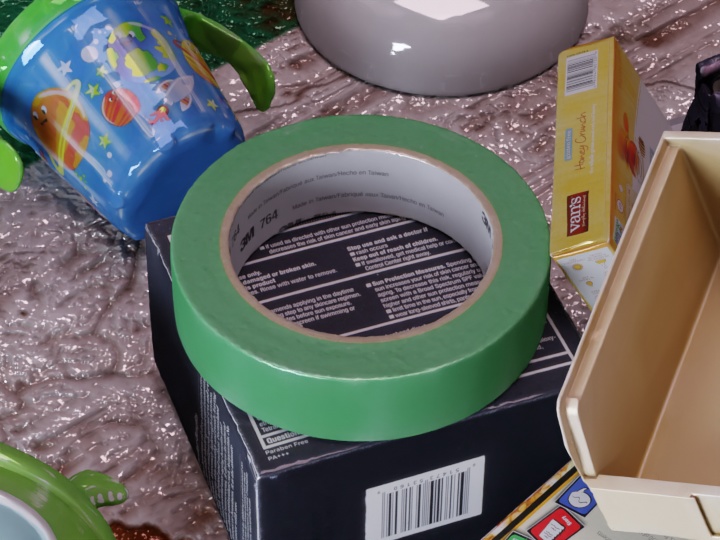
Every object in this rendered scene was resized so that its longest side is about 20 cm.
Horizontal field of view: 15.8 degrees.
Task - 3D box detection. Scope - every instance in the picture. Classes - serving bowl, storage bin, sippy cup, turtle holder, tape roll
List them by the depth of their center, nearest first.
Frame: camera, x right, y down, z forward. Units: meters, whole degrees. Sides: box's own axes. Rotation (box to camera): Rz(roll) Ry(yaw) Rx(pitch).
[{"bbox_3d":[0.224,0.036,1.286,0.199,0.094,0.199,3,51,30],"label":"storage bin"},{"bbox_3d":[-0.216,0.147,1.303,0.185,0.141,0.132,43,41,-20],"label":"turtle holder"},{"bbox_3d":[0.000,0.000,1.364,0.200,0.048,0.201,0,46,0],"label":"tape roll"},{"bbox_3d":[-0.140,-0.095,1.582,0.178,0.140,0.130,-38,64,-3],"label":"sippy cup"},{"bbox_3d":[0.055,-0.206,1.731,0.199,0.066,0.200,1,44,-1],"label":"serving bowl"}]

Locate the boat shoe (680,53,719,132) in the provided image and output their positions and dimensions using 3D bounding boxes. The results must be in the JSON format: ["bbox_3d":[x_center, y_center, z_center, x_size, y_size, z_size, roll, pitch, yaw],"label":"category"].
[{"bbox_3d":[0.288,-0.094,1.567,0.199,0.093,0.075,-11,46,-11],"label":"boat shoe"}]

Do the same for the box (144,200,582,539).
[{"bbox_3d":[0.005,0.055,1.427,0.199,0.123,0.199,-14,48,-14],"label":"box"}]

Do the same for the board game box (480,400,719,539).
[{"bbox_3d":[0.137,0.160,1.316,0.200,0.046,0.151,-39,39,-15],"label":"board game box"}]

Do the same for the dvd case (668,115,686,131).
[{"bbox_3d":[0.264,-0.033,1.588,0.150,0.025,0.200,-15,46,-15],"label":"dvd case"}]

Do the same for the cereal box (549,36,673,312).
[{"bbox_3d":[0.163,-0.013,1.437,0.039,0.200,0.144,-15,50,24],"label":"cereal box"}]
